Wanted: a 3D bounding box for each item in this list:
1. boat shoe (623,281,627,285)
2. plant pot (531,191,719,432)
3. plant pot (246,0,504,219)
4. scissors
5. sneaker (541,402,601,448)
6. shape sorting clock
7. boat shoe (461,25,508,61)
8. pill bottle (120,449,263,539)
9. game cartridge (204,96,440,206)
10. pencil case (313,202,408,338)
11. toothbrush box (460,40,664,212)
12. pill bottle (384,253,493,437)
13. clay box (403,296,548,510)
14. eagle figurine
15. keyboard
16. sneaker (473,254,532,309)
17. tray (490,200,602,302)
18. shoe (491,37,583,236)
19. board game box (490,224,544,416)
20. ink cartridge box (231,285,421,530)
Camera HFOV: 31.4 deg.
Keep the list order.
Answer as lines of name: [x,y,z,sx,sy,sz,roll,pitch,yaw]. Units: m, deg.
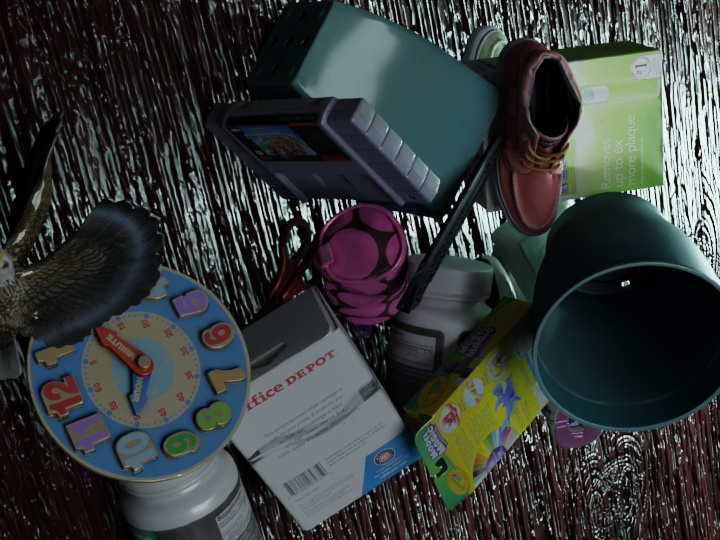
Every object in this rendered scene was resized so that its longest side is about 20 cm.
boat shoe: [0.261,-0.006,1.486,0.200,0.072,0.073,35,76,-39]
plant pot: [0.261,0.025,1.287,0.198,0.188,0.201,0,123,0]
plant pot: [0.003,-0.164,1.227,0.200,0.141,0.142,33,79,-35]
scissors: [-0.084,0.039,1.283,0.073,0.014,0.201,33,78,-41]
sneaker: [0.234,0.099,1.479,0.080,0.088,0.202,-5,108,-14]
shape sorting clock: [-0.191,0.086,1.123,0.198,0.039,0.202,6,68,-16]
boat shoe: [0.157,-0.168,1.407,0.072,0.062,0.201,-22,115,-35]
pill bottle: [-0.158,0.235,1.204,0.113,0.113,0.201,-33,120,-30]
game cartridge: [-0.039,-0.106,1.160,0.129,0.199,0.039,37,68,-40]
pencil case: [0.000,0.000,1.234,0.093,0.200,0.091,-6,74,1]
toothbrush box: [0.210,-0.153,1.343,0.198,0.086,0.147,-8,108,-9]
pill bottle: [0.086,0.089,1.377,0.113,0.114,0.202,-3,103,-40]
clay box: [0.121,0.135,1.310,0.200,0.047,0.115,-43,126,-26]
eagle figurine: [-0.267,-0.005,1.021,0.200,0.151,0.152,-42,114,-16]
keyboard: [0.083,-0.033,1.232,0.200,0.021,0.127,-57,176,-38]
sneaker: [0.174,0.077,1.431,0.079,0.074,0.202,-15,104,-30]
tray: [0.232,0.015,1.405,0.107,0.022,0.201,-35,104,-13]
shoe: [0.172,-0.122,1.250,0.071,0.091,0.202,-8,108,-9]
board game box: [0.194,0.063,1.517,0.151,0.036,0.201,17,90,-42]
ink cartridge box: [-0.050,0.136,1.255,0.145,0.084,0.200,-32,127,1]
